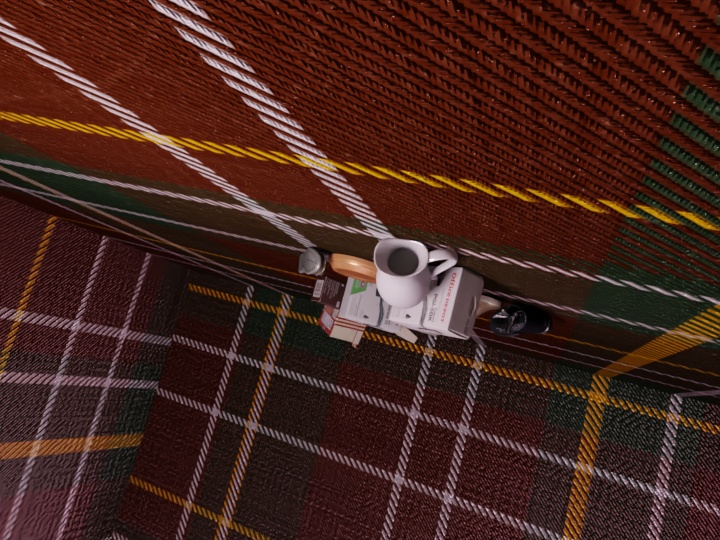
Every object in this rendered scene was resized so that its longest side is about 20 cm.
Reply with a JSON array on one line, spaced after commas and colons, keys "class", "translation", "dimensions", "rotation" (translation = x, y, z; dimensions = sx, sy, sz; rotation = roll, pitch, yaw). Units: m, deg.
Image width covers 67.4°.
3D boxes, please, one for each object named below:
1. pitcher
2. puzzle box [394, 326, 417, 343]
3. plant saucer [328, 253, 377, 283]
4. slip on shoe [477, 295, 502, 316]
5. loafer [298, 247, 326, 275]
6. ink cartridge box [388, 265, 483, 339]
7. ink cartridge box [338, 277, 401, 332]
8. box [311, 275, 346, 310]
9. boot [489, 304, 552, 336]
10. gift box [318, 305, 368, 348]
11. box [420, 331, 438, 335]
[{"class": "pitcher", "translation": [0.115, 0.005, 1.138], "dimensions": [0.167, 0.124, 0.201], "rotation": [-1, 158, 4]}, {"class": "puzzle box", "translation": [0.100, 0.173, 1.885], "dimensions": [0.200, 0.026, 0.133], "rotation": [43, 171, -22]}, {"class": "plant saucer", "translation": [0.000, 0.000, 1.529], "dimensions": [0.196, 0.038, 0.200], "rotation": [16, 171, 3]}, {"class": "slip on shoe", "translation": [0.325, 0.105, 1.516], "dimensions": [0.075, 0.062, 0.199], "rotation": [19, 171, -24]}, {"class": "loafer", "translation": [-0.126, -0.024, 1.534], "dimensions": [0.068, 0.077, 0.200], "rotation": [6, 180, -18]}, {"class": "ink cartridge box", "translation": [0.174, 0.068, 1.266], "dimensions": [0.082, 0.150, 0.198], "rotation": [23, 168, -36]}, {"class": "ink cartridge box", "translation": [0.046, 0.104, 1.740], "dimensions": [0.196, 0.150, 0.083], "rotation": [17, 170, -17]}, {"class": "box", "translation": [-0.085, 0.098, 2.095], "dimensions": [0.198, 0.102, 0.074], "rotation": [21, 170, -36]}, {"class": "boot", "translation": [0.402, 0.138, 1.480], "dimensions": [0.166, 0.078, 0.198], "rotation": [12, 169, -40]}, {"class": "gift box", "translation": [-0.062, 0.232, 2.475], "dimensions": [0.184, 0.187, 0.200], "rotation": [18, -165, -31]}, {"class": "box", "translation": [0.221, 0.148, 1.818], "dimensions": [0.125, 0.111, 0.200], "rotation": [16, 172, -2]}]
